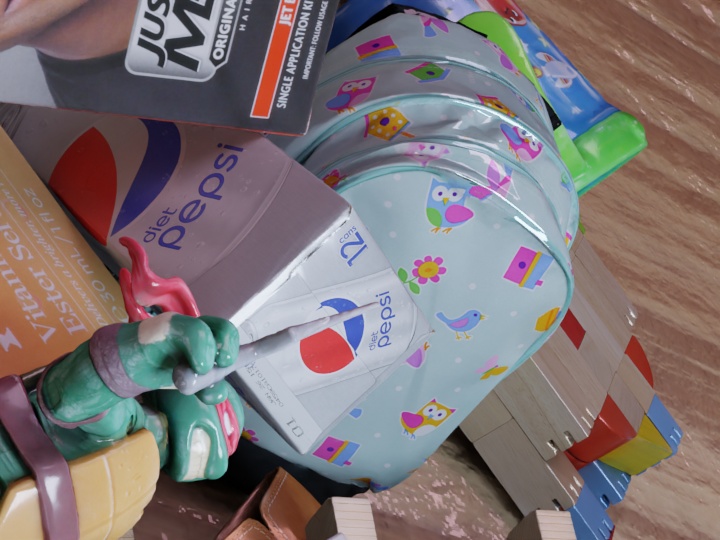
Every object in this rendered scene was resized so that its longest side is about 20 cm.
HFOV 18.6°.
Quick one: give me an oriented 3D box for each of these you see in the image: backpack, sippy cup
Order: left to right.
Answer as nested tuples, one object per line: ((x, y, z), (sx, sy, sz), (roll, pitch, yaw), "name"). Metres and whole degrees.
((0.000, 0.000, 0.867), (0.166, 0.200, 0.127), (28, 31, -30), "backpack")
((0.041, -0.072, 1.010), (0.139, 0.178, 0.131), (-31, 85, -46), "sippy cup")

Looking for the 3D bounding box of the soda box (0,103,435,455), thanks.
((-0.062, -0.022, 0.767), (0.200, 0.063, 0.068), (40, -11, 47), "soda box")

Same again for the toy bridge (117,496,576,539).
((-0.003, 0.114, 0.769), (0.198, 0.027, 0.068), (6, 55, -26), "toy bridge")

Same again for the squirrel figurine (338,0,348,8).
((-0.044, -0.158, 1.141), (0.185, 0.142, 0.200), (3, 33, -39), "squirrel figurine")

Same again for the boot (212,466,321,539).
((0.013, 0.140, 0.842), (0.155, 0.077, 0.200), (46, 36, 3), "boot")

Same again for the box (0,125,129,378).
((-0.188, 0.013, 0.689), (0.153, 0.106, 0.200), (51, 27, 13), "box")

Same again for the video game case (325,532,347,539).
((-0.030, 0.195, 0.653), (0.199, 0.036, 0.182), (-24, 68, -37), "video game case")

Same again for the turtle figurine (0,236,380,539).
((-0.086, 0.073, 0.620), (0.199, 0.151, 0.100), (-24, 37, -31), "turtle figurine")

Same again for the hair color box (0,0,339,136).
((-0.104, -0.107, 0.685), (0.198, 0.102, 0.061), (4, 28, -23), "hair color box")

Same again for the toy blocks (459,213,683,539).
((0.100, 0.056, 1.070), (0.137, 0.100, 0.200), (54, 25, -8), "toy blocks")
